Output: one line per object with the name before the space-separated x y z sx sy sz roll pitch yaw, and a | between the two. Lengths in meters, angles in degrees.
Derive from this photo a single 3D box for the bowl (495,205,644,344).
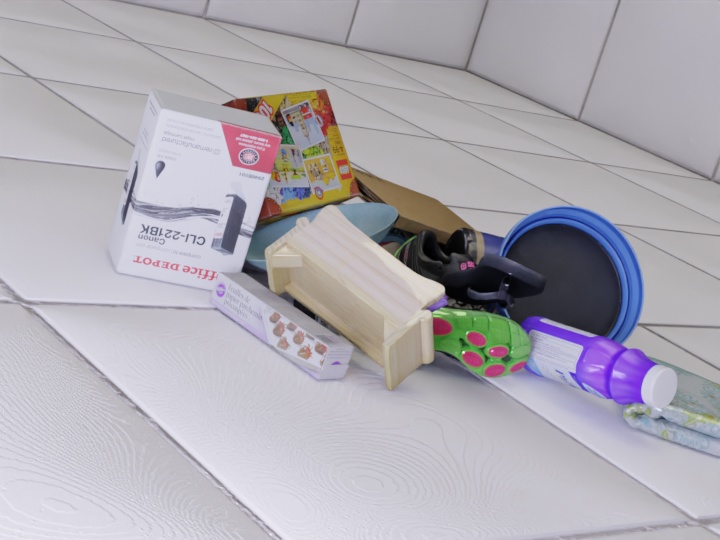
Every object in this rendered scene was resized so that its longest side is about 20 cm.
bowl | 0.257 0.019 1.809 0.200 0.201 0.039 14 -17 -13

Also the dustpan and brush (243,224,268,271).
dustpan and brush | -0.081 -0.037 1.848 0.200 0.057 0.140 10 17 -25

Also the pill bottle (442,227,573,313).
pill bottle | 0.208 0.019 1.876 0.200 0.112 0.112 13 16 -14

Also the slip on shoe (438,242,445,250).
slip on shoe | 0.076 -0.037 2.015 0.200 0.074 0.061 29 21 20

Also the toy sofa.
toy sofa | -0.002 0.026 1.547 0.200 0.083 0.098 37 61 28

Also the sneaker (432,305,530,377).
sneaker | 0.100 0.064 1.639 0.200 0.077 0.084 16 18 -11

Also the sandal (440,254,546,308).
sandal | 0.147 0.024 1.616 0.076 0.043 0.200 23 -15 -12

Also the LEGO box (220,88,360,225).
LEGO box | -0.104 -0.141 1.816 0.077 0.149 0.200 -18 0 34

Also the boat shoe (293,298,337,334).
boat shoe | -0.016 0.027 1.700 0.066 0.070 0.200 25 24 20

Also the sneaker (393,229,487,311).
sneaker | 0.116 0.026 1.762 0.200 0.084 0.077 46 26 25

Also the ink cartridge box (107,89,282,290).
ink cartridge box | -0.190 -0.087 1.643 0.144 0.200 0.084 11 20 -21

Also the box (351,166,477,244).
box | 0.076 -0.079 1.955 0.200 0.021 0.163 18 17 -42

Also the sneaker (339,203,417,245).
sneaker | -0.017 -0.040 1.944 0.200 0.080 0.095 16 25 26

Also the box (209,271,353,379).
box | -0.087 0.057 1.550 0.041 0.039 0.200 4 20 -45

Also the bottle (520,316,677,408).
bottle | 0.267 0.108 1.648 0.200 0.065 0.083 19 -11 46

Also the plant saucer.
plant saucer | -0.049 -0.031 1.725 0.200 0.039 0.201 -12 16 4

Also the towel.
towel | 0.401 0.165 1.700 0.200 0.048 0.171 18 14 2

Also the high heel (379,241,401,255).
high heel | 0.000 0.000 1.842 0.096 0.068 0.200 -15 -16 22
